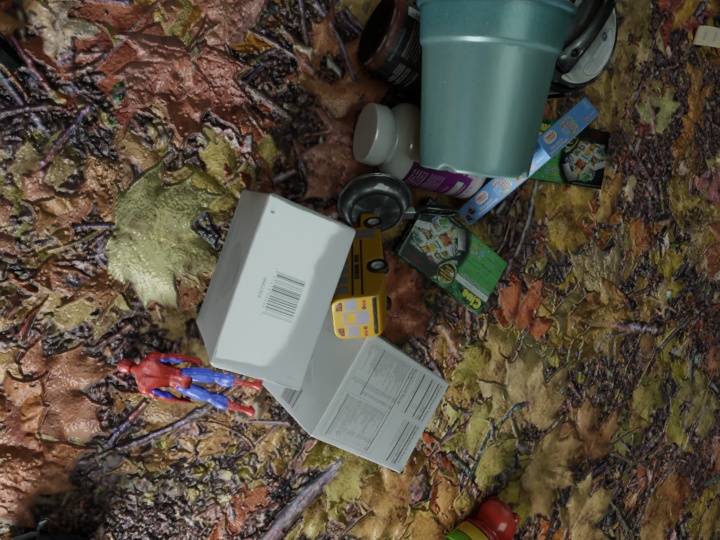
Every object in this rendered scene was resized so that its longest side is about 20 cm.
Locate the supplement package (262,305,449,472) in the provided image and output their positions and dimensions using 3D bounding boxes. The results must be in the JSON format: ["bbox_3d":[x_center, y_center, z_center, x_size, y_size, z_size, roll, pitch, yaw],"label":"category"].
[{"bbox_3d":[-0.005,0.164,0.832,0.198,0.150,0.153,35,85,-40],"label":"supplement package"}]

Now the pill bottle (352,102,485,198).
[{"bbox_3d":[0.091,-0.182,0.857,0.194,0.112,0.116,9,96,-26],"label":"pill bottle"}]

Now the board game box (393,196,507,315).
[{"bbox_3d":[0.154,-0.021,0.956,0.198,0.023,0.107,35,83,-25],"label":"board game box"}]

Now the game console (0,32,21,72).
[{"bbox_3d":[-0.442,-0.255,0.547,0.116,0.199,0.178,-38,113,-11],"label":"game console"}]

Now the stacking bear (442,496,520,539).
[{"bbox_3d":[0.211,0.511,1.049,0.199,0.120,0.116,-42,121,-22],"label":"stacking bear"}]

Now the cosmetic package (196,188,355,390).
[{"bbox_3d":[-0.118,0.013,0.745,0.120,0.199,0.205,20,92,-24],"label":"cosmetic package"}]

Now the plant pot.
[{"bbox_3d":[0.155,-0.226,0.724,0.194,0.200,0.203,0,105,-24],"label":"plant pot"}]

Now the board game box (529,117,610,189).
[{"bbox_3d":[0.365,-0.210,1.029,0.194,0.023,0.109,4,100,-26],"label":"board game box"}]

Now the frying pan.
[{"bbox_3d":[0.050,-0.083,0.871,0.186,0.032,0.115,23,133,-30],"label":"frying pan"}]

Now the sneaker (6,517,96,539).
[{"bbox_3d":[-0.443,0.420,0.743,0.114,0.075,0.202,46,74,-24],"label":"sneaker"}]

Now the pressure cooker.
[{"bbox_3d":[0.285,-0.355,0.867,0.173,0.199,0.183,-8,102,-23],"label":"pressure cooker"}]

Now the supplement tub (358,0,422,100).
[{"bbox_3d":[0.100,-0.306,0.842,0.195,0.106,0.110,21,91,-27],"label":"supplement tub"}]

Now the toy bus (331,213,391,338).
[{"bbox_3d":[0.000,0.000,0.772,0.075,0.203,0.067,-6,125,1],"label":"toy bus"}]

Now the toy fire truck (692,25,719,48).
[{"bbox_3d":[0.762,-0.499,1.120,0.195,0.127,0.183,-13,105,-32],"label":"toy fire truck"}]

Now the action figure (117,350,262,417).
[{"bbox_3d":[-0.239,0.156,0.802,0.195,0.051,0.068,20,86,-22],"label":"action figure"}]

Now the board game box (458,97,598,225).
[{"bbox_3d":[0.249,-0.160,0.870,0.037,0.200,0.150,48,57,3],"label":"board game box"}]
